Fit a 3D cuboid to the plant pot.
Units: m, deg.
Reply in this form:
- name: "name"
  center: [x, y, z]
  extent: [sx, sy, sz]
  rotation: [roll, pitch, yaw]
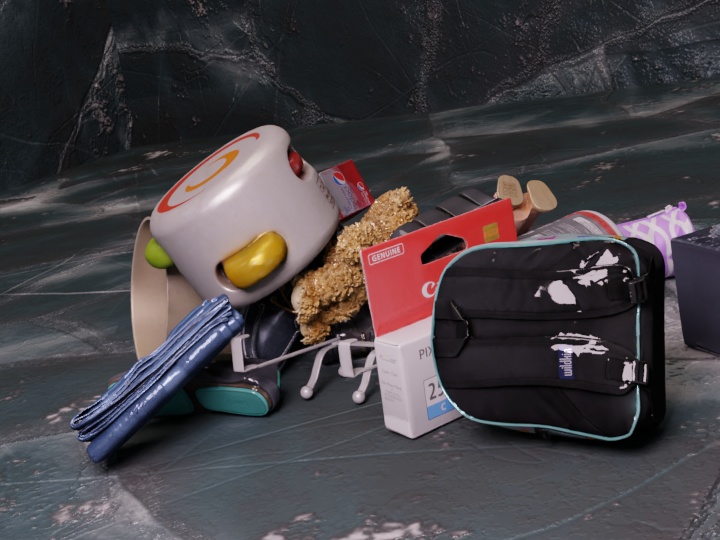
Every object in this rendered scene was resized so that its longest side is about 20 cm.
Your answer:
- name: "plant pot"
  center: [-0.158, 0.032, 1.482]
  extent: [0.197, 0.190, 0.187]
  rotation: [0, 9, -23]

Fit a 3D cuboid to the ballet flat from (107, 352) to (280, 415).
- name: "ballet flat"
  center: [-0.172, 0.116, 1.313]
  extent: [0.197, 0.074, 0.073]
  rotation: [0, 16, 21]

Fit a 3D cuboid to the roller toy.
- name: "roller toy"
  center: [-0.118, -0.052, 1.321]
  extent: [0.199, 0.140, 0.183]
  rotation: [-10, 32, 54]

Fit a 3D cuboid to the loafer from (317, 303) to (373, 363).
- name: "loafer"
  center: [-0.014, 0.030, 1.461]
  extent: [0.071, 0.073, 0.201]
  rotation: [-4, 45, 2]

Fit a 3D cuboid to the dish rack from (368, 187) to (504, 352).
- name: "dish rack"
  center: [0.079, 0.011, 1.349]
  extent: [0.153, 0.202, 0.054]
  rotation: [-28, 54, -36]

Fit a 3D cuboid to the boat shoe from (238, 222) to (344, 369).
- name: "boat shoe"
  center: [-0.079, 0.028, 1.388]
  extent: [0.091, 0.070, 0.202]
  rotation: [-27, 38, 50]

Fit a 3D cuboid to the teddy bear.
- name: "teddy bear"
  center: [0.000, 0.000, 1.338]
  extent: [0.066, 0.146, 0.199]
  rotation: [30, 49, 31]

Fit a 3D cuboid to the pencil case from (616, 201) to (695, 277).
- name: "pencil case"
  center: [0.308, -0.022, 1.479]
  extent: [0.197, 0.087, 0.084]
  rotation: [-14, 12, -8]

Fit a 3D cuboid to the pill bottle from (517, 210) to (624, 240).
- name: "pill bottle"
  center: [0.191, 0.017, 1.336]
  extent: [0.198, 0.117, 0.115]
  rotation: [-21, 17, -30]

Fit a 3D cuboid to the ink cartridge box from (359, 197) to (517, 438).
- name: "ink cartridge box"
  center: [0.099, 0.042, 1.182]
  extent: [0.198, 0.179, 0.044]
  rotation: [-20, 19, -34]

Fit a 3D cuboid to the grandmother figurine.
- name: "grandmother figurine"
  center: [0.150, -0.022, 1.429]
  extent: [0.120, 0.201, 0.061]
  rotation: [14, 47, -6]

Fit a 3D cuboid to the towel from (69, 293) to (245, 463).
- name: "towel"
  center: [-0.198, 0.103, 1.221]
  extent: [0.200, 0.049, 0.112]
  rotation: [-44, -2, -8]

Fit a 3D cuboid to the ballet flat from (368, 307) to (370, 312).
- name: "ballet flat"
  center: [0.013, 0.044, 1.517]
  extent: [0.063, 0.077, 0.199]
  rotation: [18, -3, -39]

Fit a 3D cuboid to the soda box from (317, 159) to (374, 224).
- name: "soda box"
  center: [-0.076, -0.062, 1.549]
  extent: [0.199, 0.064, 0.070]
  rotation: [-31, -2, 43]

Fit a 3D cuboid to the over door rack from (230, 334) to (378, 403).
- name: "over door rack"
  center: [-0.016, 0.100, 1.237]
  extent: [0.146, 0.068, 0.199]
  rotation: [-1, -4, 34]

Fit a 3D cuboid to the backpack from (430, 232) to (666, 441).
- name: "backpack"
  center: [0.167, 0.056, 1.087]
  extent: [0.198, 0.178, 0.153]
  rotation: [-2, 0, 24]

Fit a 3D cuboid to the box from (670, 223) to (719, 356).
- name: "box"
  center: [0.437, 0.012, 1.175]
  extent: [0.198, 0.119, 0.196]
  rotation: [-17, 15, -18]
